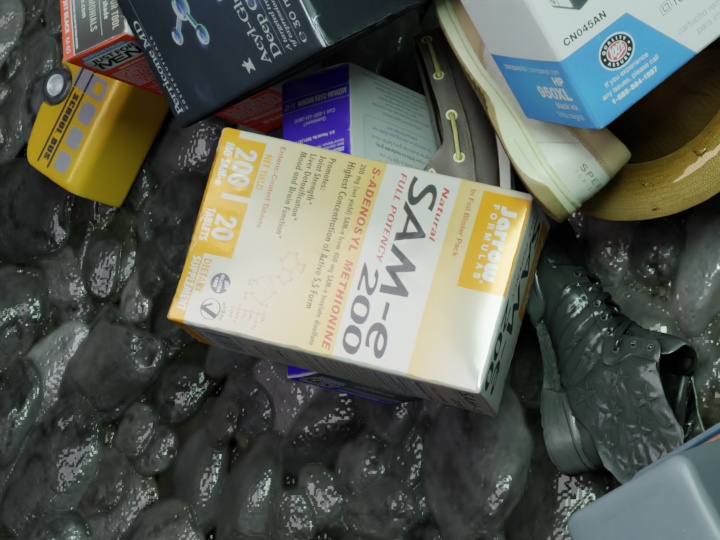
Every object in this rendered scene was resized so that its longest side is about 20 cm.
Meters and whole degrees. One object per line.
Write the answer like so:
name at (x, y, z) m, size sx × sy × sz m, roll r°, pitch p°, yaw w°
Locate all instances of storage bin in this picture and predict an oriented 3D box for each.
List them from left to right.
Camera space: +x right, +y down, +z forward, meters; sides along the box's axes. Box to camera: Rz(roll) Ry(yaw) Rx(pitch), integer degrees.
storage bin at (0.209, 0.177, 1.196) m, size 0.145 × 0.134 × 0.200 m, roll -34°, pitch 73°, yaw 27°

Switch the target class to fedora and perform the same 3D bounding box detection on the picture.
fedora at (0.184, -0.114, 1.350) m, size 0.200 × 0.082 × 0.201 m, roll -11°, pitch 72°, yaw 36°

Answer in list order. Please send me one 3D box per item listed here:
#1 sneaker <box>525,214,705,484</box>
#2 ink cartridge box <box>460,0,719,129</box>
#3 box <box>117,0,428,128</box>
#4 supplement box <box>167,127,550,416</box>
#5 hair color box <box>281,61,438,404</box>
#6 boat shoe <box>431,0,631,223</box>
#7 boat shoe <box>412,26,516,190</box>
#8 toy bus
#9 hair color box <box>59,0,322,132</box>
sneaker at (0.159, 0.051, 1.345) m, size 0.104 × 0.060 × 0.200 m, roll -16°, pitch 73°, yaw 34°
ink cartridge box at (0.116, -0.199, 1.206) m, size 0.145 × 0.200 × 0.084 m, roll -38°, pitch 23°, yaw -15°
box at (-0.061, -0.193, 1.361) m, size 0.200 × 0.107 × 0.149 m, roll -22°, pitch 96°, yaw 59°
supplement box at (0.000, 0.000, 1.341) m, size 0.200 × 0.074 × 0.126 m, roll 12°, pitch 79°, yaw 16°
hair color box at (0.005, -0.022, 1.450) m, size 0.065 × 0.109 × 0.200 m, roll -15°, pitch 69°, yaw 35°
boat shoe at (0.101, -0.119, 1.324) m, size 0.066 × 0.074 × 0.200 m, roll -32°, pitch 58°, yaw 10°
boat shoe at (0.068, -0.066, 1.425) m, size 0.059 × 0.072 × 0.200 m, roll -4°, pitch 69°, yaw 1°
toy bus at (-0.174, -0.154, 1.654) m, size 0.078 × 0.065 × 0.200 m, roll 33°, pitch 99°, yaw 38°
hair color box at (-0.114, -0.175, 1.525) m, size 0.064 × 0.200 × 0.111 m, roll -19°, pitch 67°, yaw 34°
